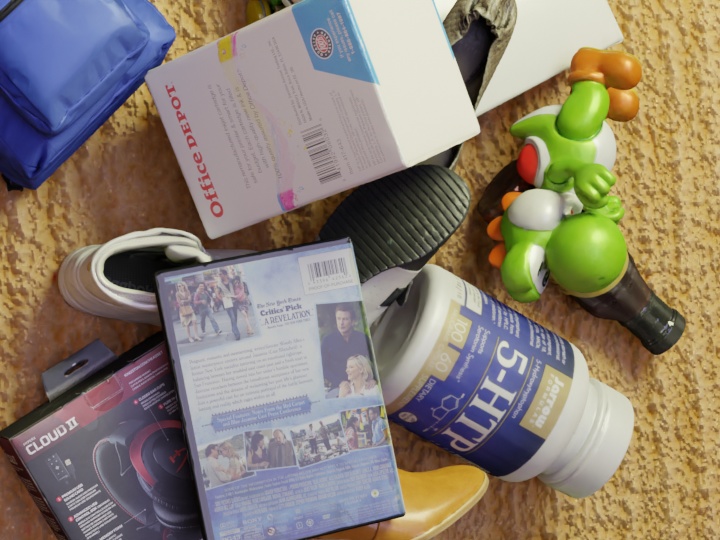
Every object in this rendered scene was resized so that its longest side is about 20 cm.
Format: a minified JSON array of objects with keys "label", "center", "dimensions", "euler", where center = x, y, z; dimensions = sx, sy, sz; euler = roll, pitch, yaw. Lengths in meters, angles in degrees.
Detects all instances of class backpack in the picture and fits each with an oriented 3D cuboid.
[{"label":"backpack","center":[-0.242,-0.184,1.079],"dimensions":[0.200,0.168,0.163],"euler":[45,72,-6]}]

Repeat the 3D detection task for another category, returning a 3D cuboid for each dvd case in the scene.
[{"label":"dvd case","center":[-0.056,0.086,1.081],"dimensions":[0.142,0.018,0.201],"euler":[-11,88,-14]}]

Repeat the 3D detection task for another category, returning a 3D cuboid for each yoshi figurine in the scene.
[{"label":"yoshi figurine","center":[0.176,-0.062,1.198],"dimensions":[0.112,0.112,0.201],"euler":[30,72,-25]}]

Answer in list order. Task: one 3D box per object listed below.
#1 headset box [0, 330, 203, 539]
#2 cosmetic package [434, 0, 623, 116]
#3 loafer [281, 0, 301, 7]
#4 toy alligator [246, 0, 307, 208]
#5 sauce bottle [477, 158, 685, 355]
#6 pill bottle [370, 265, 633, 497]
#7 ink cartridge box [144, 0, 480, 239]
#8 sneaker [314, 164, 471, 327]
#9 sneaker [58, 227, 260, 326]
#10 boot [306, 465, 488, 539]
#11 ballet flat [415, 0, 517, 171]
[{"label":"headset box","center":[-0.159,0.147,1.140],"dimensions":[0.148,0.075,0.201],"euler":[-33,99,-20]},{"label":"cosmetic package","center":[0.095,-0.185,1.250],"dimensions":[0.199,0.085,0.108],"euler":[-28,98,-21]},{"label":"loafer","center":[-0.043,-0.269,1.181],"dimensions":[0.072,0.063,0.201],"euler":[-12,71,-31]},{"label":"toy alligator","center":[-0.048,-0.150,1.209],"dimensions":[0.059,0.054,0.201],"euler":[-6,89,-21]},{"label":"sauce bottle","center":[0.186,-0.008,1.286],"dimensions":[0.200,0.066,0.066],"euler":[38,75,-15]},{"label":"pill bottle","center":[0.106,0.092,1.213],"dimensions":[0.199,0.120,0.120],"euler":[29,78,-17]},{"label":"ink cartridge box","center":[-0.043,-0.115,1.113],"dimensions":[0.125,0.199,0.129],"euler":[-29,100,-57]},{"label":"sneaker","center":[0.000,0.000,1.159],"dimensions":[0.200,0.089,0.074],"euler":[-38,69,2]},{"label":"sneaker","center":[-0.111,0.013,1.145],"dimensions":[0.199,0.115,0.074],"euler":[3,84,-22]},{"label":"boot","center":[-0.011,0.137,1.129],"dimensions":[0.200,0.071,0.145],"euler":[-25,96,-24]},{"label":"ballet flat","center":[0.061,-0.121,1.161],"dimensions":[0.067,0.046,0.201],"euler":[26,98,-7]}]
